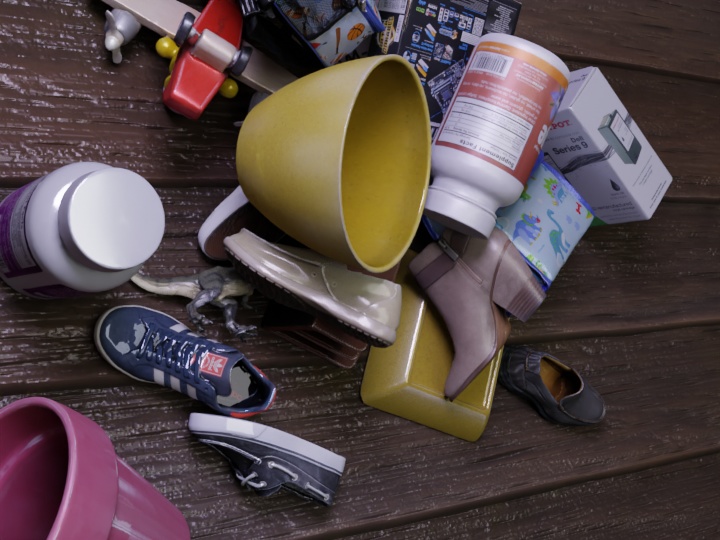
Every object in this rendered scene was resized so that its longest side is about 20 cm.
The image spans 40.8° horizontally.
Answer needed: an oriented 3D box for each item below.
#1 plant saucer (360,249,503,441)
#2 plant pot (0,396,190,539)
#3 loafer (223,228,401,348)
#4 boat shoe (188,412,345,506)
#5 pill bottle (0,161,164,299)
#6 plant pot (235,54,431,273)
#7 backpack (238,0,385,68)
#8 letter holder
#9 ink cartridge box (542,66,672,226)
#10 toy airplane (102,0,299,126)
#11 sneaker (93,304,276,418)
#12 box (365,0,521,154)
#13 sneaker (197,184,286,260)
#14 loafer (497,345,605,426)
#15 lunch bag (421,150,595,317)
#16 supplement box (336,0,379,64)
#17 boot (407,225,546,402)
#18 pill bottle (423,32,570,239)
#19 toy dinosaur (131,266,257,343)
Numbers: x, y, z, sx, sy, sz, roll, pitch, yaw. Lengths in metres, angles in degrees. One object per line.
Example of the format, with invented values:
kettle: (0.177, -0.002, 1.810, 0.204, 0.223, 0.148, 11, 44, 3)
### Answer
plant saucer: (0.109, 0.093, 1.201, 0.199, 0.048, 0.202, 24, 72, -32)
plant pot: (-0.255, 0.237, 0.851, 0.179, 0.199, 0.201, 40, 64, -44)
loafer: (-0.044, 0.007, 0.975, 0.199, 0.076, 0.069, 29, 73, 3)
boat shoe: (-0.102, 0.205, 1.029, 0.199, 0.071, 0.068, 29, 68, -38)
pill bottle: (-0.250, -0.035, 0.856, 0.112, 0.199, 0.113, 3, 84, -35)
plant pot: (-0.034, -0.107, 0.931, 0.200, 0.141, 0.202, -28, 122, -58)
backpack: (-0.052, -0.300, 0.943, 0.201, 0.153, 0.191, 67, 6, 26)
letter holder: (0.000, 0.000, 1.098, 0.142, 0.100, 0.201, 30, 69, -32)
ink cartridge box: (0.297, -0.159, 1.298, 0.200, 0.146, 0.084, 48, 63, -22)
toy airplane: (-0.161, -0.226, 0.995, 0.198, 0.141, 0.200, -14, 60, -49)
sneaker: (-0.169, 0.091, 0.976, 0.199, 0.084, 0.075, 29, 70, -30)
box: (0.086, -0.220, 1.072, 0.199, 0.049, 0.200, 0, 107, -48)
sneaker: (-0.102, -0.089, 1.063, 0.199, 0.085, 0.073, -37, 137, -13)
loafer: (0.269, 0.160, 1.295, 0.199, 0.072, 0.073, 27, 70, -32)
lunch bag: (0.172, -0.074, 1.205, 0.200, 0.127, 0.170, 44, 47, 0)
supplement box: (0.048, -0.302, 1.142, 0.200, 0.126, 0.074, -41, 110, -30)
boot: (0.114, 0.037, 1.126, 0.146, 0.200, 0.070, 39, 20, 6)
pill bottle: (0.139, -0.141, 1.044, 0.112, 0.112, 0.201, 25, 88, -31)
toy dinosaur: (-0.151, 0.027, 1.007, 0.199, 0.048, 0.089, 0, 51, -29)
